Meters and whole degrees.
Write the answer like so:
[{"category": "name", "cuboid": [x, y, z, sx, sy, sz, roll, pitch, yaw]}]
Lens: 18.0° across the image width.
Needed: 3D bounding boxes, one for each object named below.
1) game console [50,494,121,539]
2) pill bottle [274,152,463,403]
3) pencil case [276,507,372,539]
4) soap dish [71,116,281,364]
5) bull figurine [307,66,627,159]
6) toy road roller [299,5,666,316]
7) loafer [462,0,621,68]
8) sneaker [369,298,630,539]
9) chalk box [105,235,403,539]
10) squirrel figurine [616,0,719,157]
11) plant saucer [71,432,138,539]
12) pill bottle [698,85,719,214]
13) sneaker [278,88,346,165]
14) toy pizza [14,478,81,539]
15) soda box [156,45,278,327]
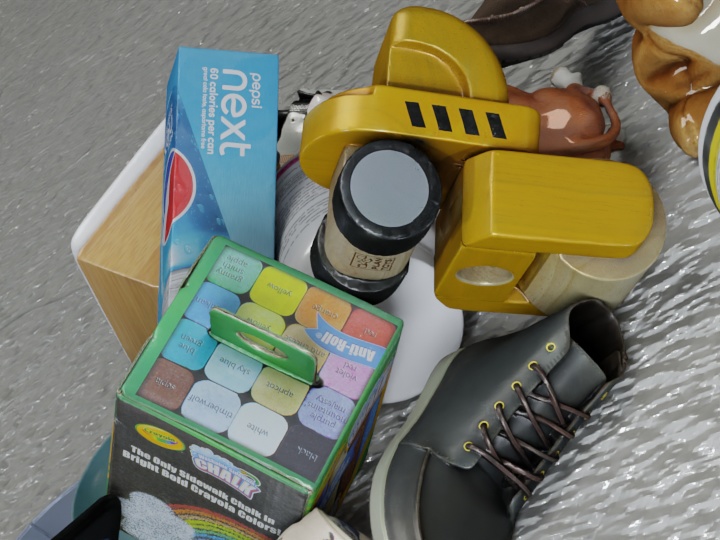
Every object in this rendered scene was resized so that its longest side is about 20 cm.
[{"category": "game console", "cuboid": [-0.158, 0.257, 1.238, 0.115, 0.201, 0.176, -9, 36, -27]}, {"category": "pill bottle", "cuboid": [0.000, 0.000, 1.433, 0.113, 0.113, 0.200, -42, 21, 7]}, {"category": "pencil case", "cuboid": [-0.053, 0.214, 1.199, 0.200, 0.078, 0.089, -47, 34, -2]}, {"category": "soap dish", "cuboid": [-0.107, -0.008, 1.563, 0.081, 0.201, 0.158, 27, 68, 26]}, {"category": "bull figurine", "cuboid": [0.069, -0.086, 1.404, 0.198, 0.066, 0.121, 5, 20, 21]}, {"category": "toy road roller", "cuboid": [0.065, -0.060, 1.260, 0.123, 0.198, 0.147, 116, 161, -70]}, {"category": "loafer", "cuboid": [0.109, -0.180, 1.512, 0.073, 0.072, 0.200, -13, 12, 41]}, {"category": "sneaker", "cuboid": [0.073, 0.090, 1.188, 0.106, 0.075, 0.201, -33, 24, 34]}, {"category": "chalk box", "cuboid": [-0.060, 0.075, 1.278, 0.124, 0.124, 0.201, -60, -8, -34]}, {"category": "squirrel figurine", "cuboid": [0.179, -0.204, 1.368, 0.141, 0.187, 0.200, -40, 22, 13]}, {"category": "plant saucer", "cuboid": [-0.093, 0.121, 1.457, 0.199, 0.028, 0.201, -24, 27, 13]}, {"category": "pill bottle", "cuboid": [0.235, -0.030, 1.057, 0.114, 0.114, 0.200, -41, 22, 10]}, {"category": "sneaker", "cuboid": [-0.011, -0.101, 1.684, 0.199, 0.080, 0.074, -20, 31, 45]}, {"category": "toy pizza", "cuboid": [-0.177, 0.198, 1.504, 0.199, 0.032, 0.201, -32, 25, 17]}, {"category": "soda box", "cuboid": [-0.090, -0.036, 1.440, 0.064, 0.067, 0.202, 119, 153, -65]}]
